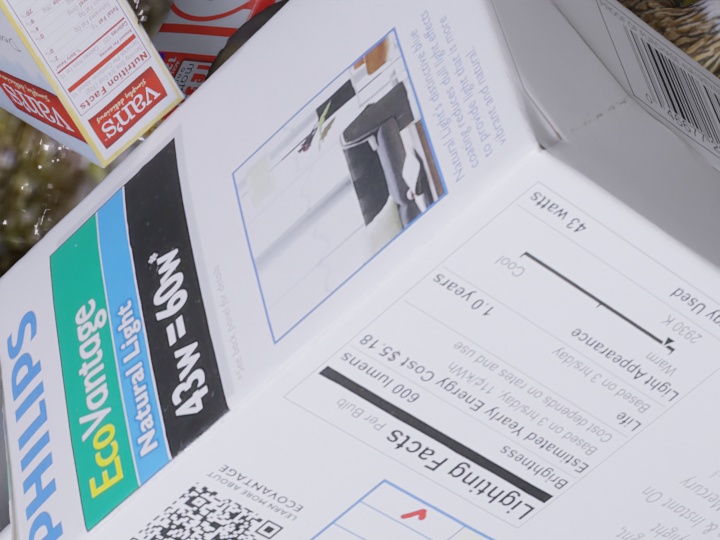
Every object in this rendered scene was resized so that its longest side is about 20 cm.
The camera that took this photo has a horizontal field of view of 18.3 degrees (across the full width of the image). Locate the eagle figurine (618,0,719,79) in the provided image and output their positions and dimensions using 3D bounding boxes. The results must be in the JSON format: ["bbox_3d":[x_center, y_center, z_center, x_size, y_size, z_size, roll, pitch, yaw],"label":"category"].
[{"bbox_3d":[0.095,-0.087,0.805,0.150,0.201,0.152,-4,141,-12],"label":"eagle figurine"}]

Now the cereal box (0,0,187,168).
[{"bbox_3d":[-0.141,-0.130,0.643,0.040,0.144,0.200,-43,131,-15],"label":"cereal box"}]

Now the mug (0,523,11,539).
[{"bbox_3d":[-0.051,0.137,0.802,0.175,0.147,0.201,47,49,-38],"label":"mug"}]

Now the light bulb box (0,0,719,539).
[{"bbox_3d":[0.029,0.028,0.660,0.200,0.125,0.198,-40,130,24],"label":"light bulb box"}]

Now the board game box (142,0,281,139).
[{"bbox_3d":[0.016,-0.069,0.836,0.200,0.046,0.152,38,70,-42],"label":"board game box"}]

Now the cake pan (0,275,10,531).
[{"bbox_3d":[-0.088,0.069,0.847,0.200,0.037,0.201,-16,119,-31],"label":"cake pan"}]

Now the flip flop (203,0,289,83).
[{"bbox_3d":[0.000,0.000,0.758,0.081,0.057,0.201,-30,122,-32],"label":"flip flop"}]
